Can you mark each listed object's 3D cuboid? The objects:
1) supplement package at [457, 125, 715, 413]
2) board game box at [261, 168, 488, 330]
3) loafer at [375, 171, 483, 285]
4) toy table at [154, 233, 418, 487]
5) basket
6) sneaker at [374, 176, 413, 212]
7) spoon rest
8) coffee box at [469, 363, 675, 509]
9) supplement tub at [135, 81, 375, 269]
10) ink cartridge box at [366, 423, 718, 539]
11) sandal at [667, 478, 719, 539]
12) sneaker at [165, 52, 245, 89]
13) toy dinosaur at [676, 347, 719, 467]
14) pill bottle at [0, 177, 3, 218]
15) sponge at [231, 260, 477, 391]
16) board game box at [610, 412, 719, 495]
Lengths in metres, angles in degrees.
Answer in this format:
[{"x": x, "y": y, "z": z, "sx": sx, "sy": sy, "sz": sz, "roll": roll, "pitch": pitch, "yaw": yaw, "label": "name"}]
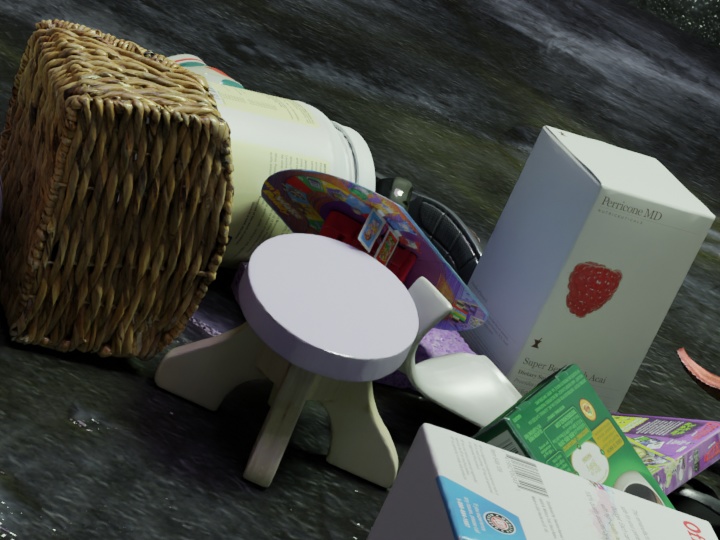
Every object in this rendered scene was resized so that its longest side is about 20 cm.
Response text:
[{"x": 0.181, "y": 0.002, "z": 1.926, "sx": 0.121, "sy": 0.200, "sz": 0.120, "roll": 14, "pitch": 21, "yaw": -28, "label": "supplement package"}, {"x": 0.000, "y": 0.000, "z": 1.766, "sx": 0.158, "sy": 0.039, "sz": 0.200, "roll": 9, "pitch": -32, "yaw": 44, "label": "board game box"}, {"x": 0.057, "y": -0.035, "z": 2.079, "sx": 0.200, "sy": 0.072, "sz": 0.063, "roll": 37, "pitch": 16, "yaw": 35, "label": "loafer"}, {"x": -0.039, "y": 0.065, "z": 1.617, "sx": 0.184, "sy": 0.117, "sz": 0.200, "roll": 28, "pitch": 20, "yaw": 8, "label": "toy table"}, {"x": -0.175, "y": -0.057, "z": 1.630, "sx": 0.143, "sy": 0.200, "sz": 0.149, "roll": 7, "pitch": 25, "yaw": -24, "label": "basket"}, {"x": -0.018, "y": -0.049, "z": 1.961, "sx": 0.114, "sy": 0.076, "sz": 0.199, "roll": 14, "pitch": -2, "yaw": -9, "label": "sneaker"}, {"x": 0.071, "y": 0.080, "z": 1.737, "sx": 0.099, "sy": 0.061, "sz": 0.200, "roll": 48, "pitch": -3, "yaw": 39, "label": "spoon rest"}, {"x": 0.162, "y": 0.170, "z": 1.546, "sx": 0.200, "sy": 0.044, "sz": 0.123, "roll": 55, "pitch": 33, "yaw": 2, "label": "coffee box"}, {"x": -0.103, "y": -0.074, "z": 1.861, "sx": 0.200, "sy": 0.145, "sz": 0.145, "roll": 10, "pitch": 24, "yaw": -37, "label": "supplement tub"}, {"x": 0.108, "y": 0.211, "z": 1.363, "sx": 0.200, "sy": 0.146, "sz": 0.147, "roll": 20, "pitch": 19, "yaw": -14, "label": "ink cartridge box"}, {"x": 0.266, "y": 0.183, "z": 1.791, "sx": 0.200, "sy": 0.043, "sz": 0.076, "roll": 13, "pitch": 22, "yaw": -32, "label": "sandal"}, {"x": -0.172, "y": -0.131, "z": 1.973, "sx": 0.093, "sy": 0.070, "sz": 0.200, "roll": 24, "pitch": 32, "yaw": 32, "label": "sneaker"}, {"x": 0.387, "y": 0.126, "z": 1.923, "sx": 0.181, "sy": 0.200, "sz": 0.105, "roll": -26, "pitch": 20, "yaw": -7, "label": "toy dinosaur"}, {"x": -0.300, "y": -0.036, "z": 1.567, "sx": 0.113, "sy": 0.113, "sz": 0.200, "roll": 20, "pitch": 19, "yaw": -13, "label": "pill bottle"}, {"x": 0.003, "y": 0.051, "z": 1.838, "sx": 0.200, "sy": 0.030, "sz": 0.112, "roll": 14, "pitch": 22, "yaw": -28, "label": "sponge"}, {"x": 0.197, "y": 0.142, "z": 1.766, "sx": 0.120, "sy": 0.032, "sz": 0.200, "roll": -1, "pitch": 7, "yaw": 27, "label": "board game box"}]
